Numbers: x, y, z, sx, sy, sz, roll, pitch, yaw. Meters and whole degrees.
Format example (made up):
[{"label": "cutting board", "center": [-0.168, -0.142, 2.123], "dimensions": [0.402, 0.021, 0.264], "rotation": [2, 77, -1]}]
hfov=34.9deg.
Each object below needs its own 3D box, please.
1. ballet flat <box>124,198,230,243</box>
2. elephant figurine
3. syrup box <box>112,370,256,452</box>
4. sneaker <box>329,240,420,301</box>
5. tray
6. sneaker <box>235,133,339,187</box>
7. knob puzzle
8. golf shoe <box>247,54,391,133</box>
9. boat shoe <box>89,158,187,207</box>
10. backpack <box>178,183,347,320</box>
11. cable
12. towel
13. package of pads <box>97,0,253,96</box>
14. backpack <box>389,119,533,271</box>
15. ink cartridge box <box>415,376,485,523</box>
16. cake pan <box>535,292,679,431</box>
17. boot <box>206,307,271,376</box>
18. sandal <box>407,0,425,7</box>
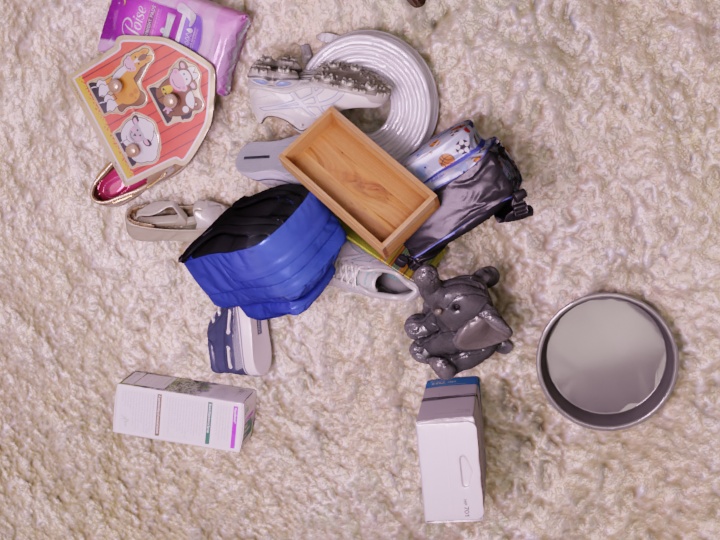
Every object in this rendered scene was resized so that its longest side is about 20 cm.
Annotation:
[{"label": "ballet flat", "center": [-0.251, -0.074, 1.667], "dimensions": [0.198, 0.069, 0.070], "rotation": [-2, 100, 9]}, {"label": "elephant figurine", "center": [0.145, 0.056, 1.563], "dimensions": [0.142, 0.155, 0.200], "rotation": [45, 148, 14]}, {"label": "syrup box", "center": [-0.263, 0.212, 1.721], "dimensions": [0.198, 0.079, 0.082], "rotation": [9, 101, 7]}, {"label": "sneaker", "center": [0.000, 0.000, 1.641], "dimensions": [0.199, 0.080, 0.071], "rotation": [11, 104, 8]}, {"label": "tray", "center": [-0.003, -0.114, 1.467], "dimensions": [0.099, 0.037, 0.200], "rotation": [-44, 66, -8]}, {"label": "sneaker", "center": [-0.085, -0.149, 1.595], "dimensions": [0.199, 0.071, 0.074], "rotation": [11, 84, 43]}, {"label": "knob puzzle", "center": [-0.290, -0.236, 1.594], "dimensions": [0.218, 0.030, 0.222], "rotation": [2, 102, 9]}, {"label": "golf shoe", "center": [-0.055, -0.231, 1.550], "dimensions": [0.198, 0.078, 0.098], "rotation": [10, 122, 12]}, {"label": "boat shoe", "center": [-0.312, -0.155, 1.666], "dimensions": [0.200, 0.069, 0.074], "rotation": [-37, 93, 14]}, {"label": "backpack", "center": [-0.111, -0.026, 1.559], "dimensions": [0.199, 0.163, 0.168], "rotation": [-15, 124, 50]}, {"label": "cable", "center": [0.009, -0.234, 1.600], "dimensions": [0.198, 0.069, 0.202], "rotation": [0, 100, 9]}, {"label": "towel", "center": [0.023, -0.056, 1.624], "dimensions": [0.199, 0.086, 0.018], "rotation": [33, 135, 3]}, {"label": "package of pads", "center": [-0.261, -0.336, 1.622], "dimensions": [0.199, 0.076, 0.121], "rotation": [21, 100, 5]}, {"label": "backpack", "center": [0.128, -0.110, 1.543], "dimensions": [0.199, 0.190, 0.155], "rotation": [-26, 90, 19]}, {"label": "ink cartridge box", "center": [0.131, 0.247, 1.602], "dimensions": [0.085, 0.200, 0.148], "rotation": [-4, 99, 10]}, {"label": "cake pan", "center": [0.350, 0.127, 1.628], "dimensions": [0.198, 0.037, 0.202], "rotation": [2, 100, 9]}, {"label": "boot", "center": [-0.187, 0.056, 1.688], "dimensions": [0.090, 0.073, 0.202], "rotation": [-2, 89, 29]}, {"label": "sandal", "center": [0.017, -0.433, 1.561], "dimensions": [0.200, 0.082, 0.055], "rotation": [47, 120, -3]}]
